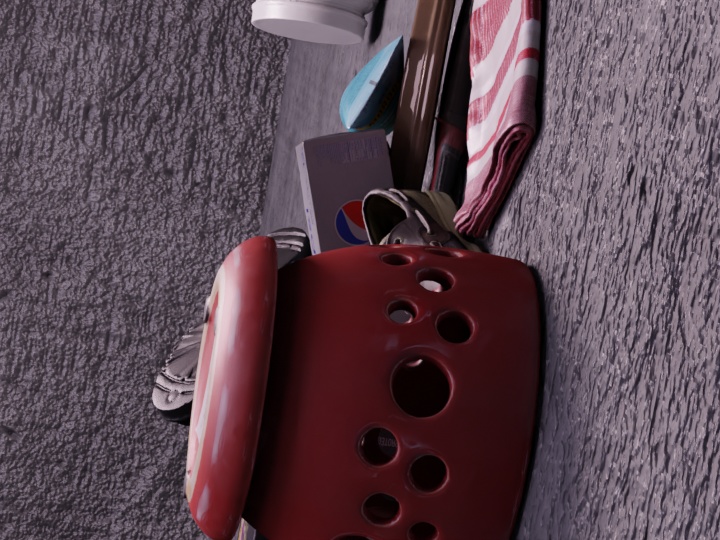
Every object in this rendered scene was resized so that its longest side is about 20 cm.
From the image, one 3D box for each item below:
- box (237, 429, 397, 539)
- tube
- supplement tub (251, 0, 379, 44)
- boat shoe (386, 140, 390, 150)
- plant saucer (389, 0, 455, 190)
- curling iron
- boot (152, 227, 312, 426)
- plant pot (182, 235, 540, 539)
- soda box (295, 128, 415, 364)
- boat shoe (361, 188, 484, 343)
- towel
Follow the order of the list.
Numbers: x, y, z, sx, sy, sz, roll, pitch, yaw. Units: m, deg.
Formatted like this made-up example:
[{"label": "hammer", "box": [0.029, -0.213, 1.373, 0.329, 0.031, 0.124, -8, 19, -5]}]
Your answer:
[{"label": "box", "box": [-0.022, 0.187, 1.443, 0.106, 0.121, 0.201, -117, 36, -77]}, {"label": "tube", "box": [0.009, -0.134, 1.590, 0.200, 0.050, 0.078, 97, -162, -89]}, {"label": "supplement tub", "box": [-0.041, -0.352, 2.215, 0.145, 0.144, 0.201, 159, 120, -82]}, {"label": "boat shoe", "box": [-0.002, -0.037, 1.692, 0.201, 0.063, 0.074, 79, -167, -61]}, {"label": "plant saucer", "box": [0.047, -0.140, 1.579, 0.200, 0.029, 0.201, 11, -90, -87]}, {"label": "curling iron", "box": [0.063, -0.099, 1.512, 0.050, 0.025, 0.201, -177, 96, -80]}, {"label": "boot", "box": [-0.055, 0.084, 1.568, 0.199, 0.073, 0.163, -55, -52, -33]}, {"label": "plant pot", "box": [-0.003, 0.080, 1.206, 0.200, 0.181, 0.202, -172, 90, -81]}, {"label": "soda box", "box": [0.000, 0.000, 1.523, 0.068, 0.063, 0.201, 178, 83, -83]}, {"label": "boat shoe", "box": [0.039, 0.000, 1.390, 0.200, 0.064, 0.074, -114, 37, -67]}, {"label": "towel", "box": [0.092, -0.140, 1.353, 0.144, 0.023, 0.201, 112, 165, -60]}]
